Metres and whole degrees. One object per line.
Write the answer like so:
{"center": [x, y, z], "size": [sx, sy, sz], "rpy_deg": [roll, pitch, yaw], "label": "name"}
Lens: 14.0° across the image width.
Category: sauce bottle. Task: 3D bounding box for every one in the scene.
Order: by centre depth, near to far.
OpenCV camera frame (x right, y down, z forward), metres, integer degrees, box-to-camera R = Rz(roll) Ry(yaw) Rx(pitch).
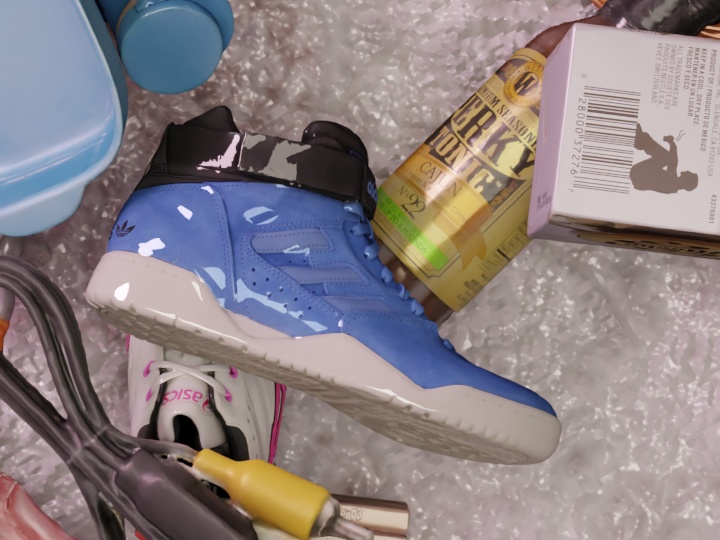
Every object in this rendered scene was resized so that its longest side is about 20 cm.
{"center": [0.075, -0.060, 1.253], "size": [0.065, 0.065, 0.200], "rpy_deg": [44, 94, -3], "label": "sauce bottle"}

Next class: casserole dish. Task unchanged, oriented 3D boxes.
{"center": [-0.164, -0.111, 1.176], "size": [0.121, 0.039, 0.200], "rpy_deg": [-20, 103, 25], "label": "casserole dish"}

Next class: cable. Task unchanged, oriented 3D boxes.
{"center": [-0.095, 0.081, 1.189], "size": [0.200, 0.050, 0.097], "rpy_deg": [41, 110, 7], "label": "cable"}

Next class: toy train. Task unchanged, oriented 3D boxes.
{"center": [-0.109, -0.173, 1.184], "size": [0.085, 0.116, 0.200], "rpy_deg": [-22, 125, -2], "label": "toy train"}

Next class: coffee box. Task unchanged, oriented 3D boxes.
{"center": [0.173, -0.043, 1.164], "size": [0.200, 0.113, 0.080], "rpy_deg": [7, 87, -2], "label": "coffee box"}

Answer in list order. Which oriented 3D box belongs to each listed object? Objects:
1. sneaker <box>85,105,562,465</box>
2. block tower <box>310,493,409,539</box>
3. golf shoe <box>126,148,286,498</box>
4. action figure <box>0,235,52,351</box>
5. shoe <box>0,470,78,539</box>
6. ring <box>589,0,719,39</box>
{"center": [0.000, 0.000, 1.190], "size": [0.200, 0.077, 0.111], "rpy_deg": [20, 76, 6], "label": "sneaker"}
{"center": [-0.019, 0.199, 1.268], "size": [0.058, 0.054, 0.200], "rpy_deg": [7, 91, -2], "label": "block tower"}
{"center": [-0.063, 0.041, 1.243], "size": [0.073, 0.092, 0.200], "rpy_deg": [-3, 91, 0], "label": "golf shoe"}
{"center": [-0.229, 0.055, 1.191], "size": [0.200, 0.105, 0.194], "rpy_deg": [9, 51, -1], "label": "action figure"}
{"center": [-0.206, 0.114, 1.256], "size": [0.200, 0.071, 0.091], "rpy_deg": [31, 67, 9], "label": "shoe"}
{"center": [0.166, -0.192, 1.280], "size": [0.200, 0.019, 0.201], "rpy_deg": [0, 91, -3], "label": "ring"}
